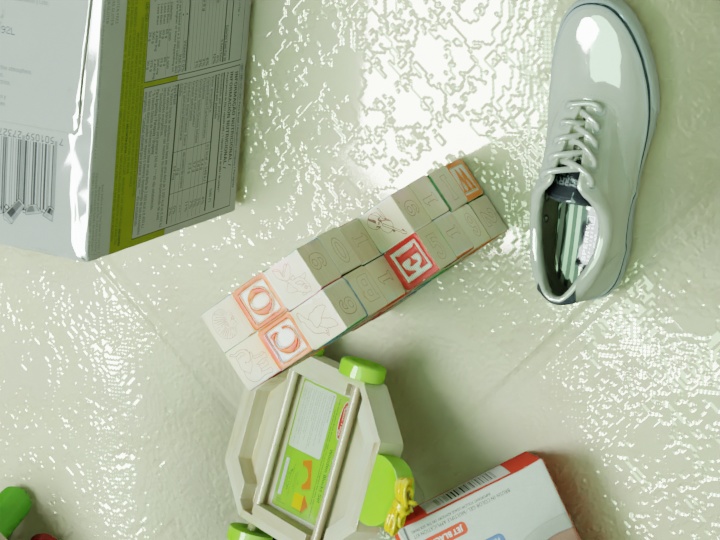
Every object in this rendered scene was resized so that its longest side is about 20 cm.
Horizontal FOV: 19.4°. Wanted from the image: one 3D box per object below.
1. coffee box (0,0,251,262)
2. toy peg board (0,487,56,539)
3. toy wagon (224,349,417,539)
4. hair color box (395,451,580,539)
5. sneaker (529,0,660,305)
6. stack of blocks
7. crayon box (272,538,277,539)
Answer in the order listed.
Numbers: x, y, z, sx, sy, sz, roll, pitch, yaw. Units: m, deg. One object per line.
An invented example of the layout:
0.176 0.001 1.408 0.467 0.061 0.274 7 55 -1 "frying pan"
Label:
-0.206 -0.136 1.420 0.199 0.198 0.201 12 107 24 "coffee box"
-0.283 0.280 1.641 0.200 0.098 0.199 -37 101 31 "toy peg board"
-0.022 0.133 1.440 0.200 0.039 0.156 22 99 48 "toy wagon"
0.112 0.236 1.416 0.111 0.064 0.201 -26 93 -4 "hair color box"
0.146 -0.072 1.335 0.073 0.071 0.201 6 107 25 "sneaker"
0.000 0.000 1.354 0.115 0.200 0.059 -35 87 30 "stack of blocks"
0.003 0.287 1.517 0.200 0.051 0.127 31 115 17 "crayon box"
